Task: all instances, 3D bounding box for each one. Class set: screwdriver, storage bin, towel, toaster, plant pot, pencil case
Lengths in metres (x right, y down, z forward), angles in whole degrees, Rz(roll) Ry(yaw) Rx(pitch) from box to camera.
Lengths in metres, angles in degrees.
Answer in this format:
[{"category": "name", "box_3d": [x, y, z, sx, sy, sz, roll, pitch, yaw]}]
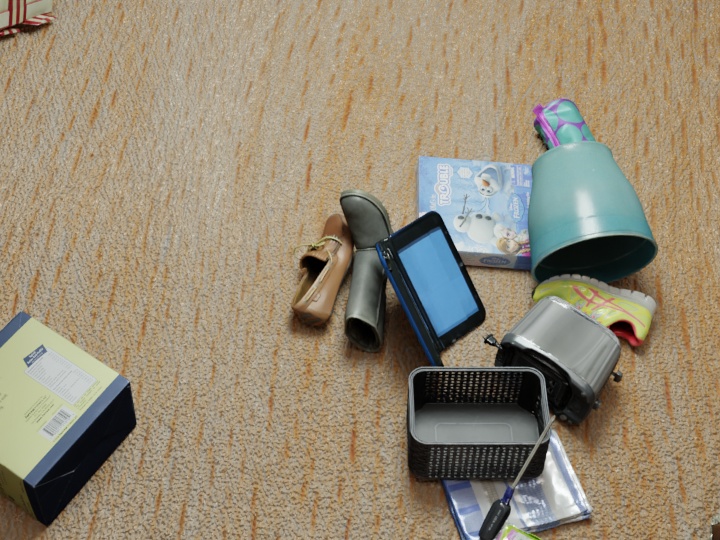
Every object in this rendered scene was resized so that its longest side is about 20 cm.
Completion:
[{"category": "screwdriver", "box_3d": [0.216, 0.286, 1.606, 0.029, 0.028, 0.200, 27, 92, 42]}, {"category": "storage bin", "box_3d": [0.168, 0.221, 1.683, 0.199, 0.094, 0.135, 0, 48, 0]}, {"category": "towel", "box_3d": [0.221, 0.314, 1.682, 0.199, 0.024, 0.147, -11, 56, -13]}, {"category": "toaster", "box_3d": [0.298, 0.128, 1.768, 0.200, 0.114, 0.129, 34, 54, 19]}, {"category": "plant pot", "box_3d": [0.355, -0.095, 1.857, 0.199, 0.200, 0.189, -4, 65, -9]}, {"category": "pencil case", "box_3d": [0.371, -0.204, 2.023, 0.092, 0.085, 0.200, 5, 50, -32]}]

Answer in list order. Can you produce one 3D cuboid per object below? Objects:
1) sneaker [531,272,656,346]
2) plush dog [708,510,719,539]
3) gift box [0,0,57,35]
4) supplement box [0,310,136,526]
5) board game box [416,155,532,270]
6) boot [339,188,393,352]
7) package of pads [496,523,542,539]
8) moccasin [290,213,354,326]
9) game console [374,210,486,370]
[{"category": "sneaker", "box_3d": [0.368, 0.067, 1.840, 0.199, 0.078, 0.091, 12, 61, 5]}, {"category": "plush dog", "box_3d": [0.550, 0.373, 1.569, 0.160, 0.200, 0.172, 6, 40, 16]}, {"category": "gift box", "box_3d": [-0.652, -0.539, 2.089, 0.184, 0.187, 0.200, 38, 42, 23]}, {"category": "supplement box", "box_3d": [-0.456, 0.204, 1.619, 0.199, 0.134, 0.200, 30, 57, 15]}, {"category": "board game box", "box_3d": [0.194, -0.099, 1.956, 0.198, 0.043, 0.201, 3, 55, -3]}, {"category": "boot", "box_3d": [0.001, -0.001, 1.802, 0.072, 0.182, 0.200, -7, 46, 32]}, {"category": "package of pads", "box_3d": [0.168, 0.443, 1.504, 0.068, 0.155, 0.200, 26, 57, 13]}, {"category": "moccasin", "box_3d": [-0.065, -0.010, 1.844, 0.078, 0.074, 0.202, 36, 58, -27]}, {"category": "game console", "box_3d": [0.115, 0.026, 1.764, 0.118, 0.171, 0.200, -27, 99, 2]}]
